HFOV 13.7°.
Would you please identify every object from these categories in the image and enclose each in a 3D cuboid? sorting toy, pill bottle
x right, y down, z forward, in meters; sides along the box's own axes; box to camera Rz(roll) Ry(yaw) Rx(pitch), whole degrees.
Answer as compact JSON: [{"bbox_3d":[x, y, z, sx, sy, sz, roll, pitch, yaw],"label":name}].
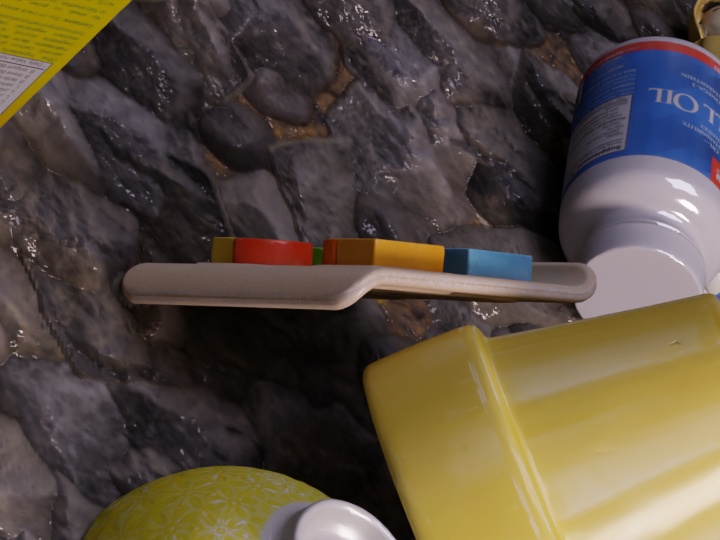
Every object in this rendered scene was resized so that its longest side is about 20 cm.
[{"bbox_3d":[0.000,0.000,1.631,0.200,0.185,0.037,-1,92,-46],"label":"sorting toy"},{"bbox_3d":[0.186,-0.049,1.928,0.112,0.112,0.200,35,39,-21],"label":"pill bottle"}]

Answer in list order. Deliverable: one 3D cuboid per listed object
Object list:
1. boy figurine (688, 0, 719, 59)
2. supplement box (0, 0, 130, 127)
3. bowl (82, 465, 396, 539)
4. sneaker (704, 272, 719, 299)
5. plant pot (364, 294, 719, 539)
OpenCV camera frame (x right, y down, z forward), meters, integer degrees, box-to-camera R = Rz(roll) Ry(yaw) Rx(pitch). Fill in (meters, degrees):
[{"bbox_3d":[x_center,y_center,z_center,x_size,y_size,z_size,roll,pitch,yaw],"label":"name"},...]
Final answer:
[{"bbox_3d":[0.271,-0.140,2.106,0.200,0.124,0.065,-86,170,-62],"label":"boy figurine"},{"bbox_3d":[-0.204,-0.155,1.516,0.109,0.200,0.110,11,51,-43],"label":"supplement box"},{"bbox_3d":[-0.035,0.173,1.495,0.200,0.108,0.201,28,42,-28],"label":"bowl"},{"bbox_3d":[0.278,-0.016,2.045,0.089,0.078,0.200,54,40,-15],"label":"sneaker"},{"bbox_3d":[0.124,0.106,1.580,0.201,0.188,0.201,-24,90,-86],"label":"plant pot"}]
